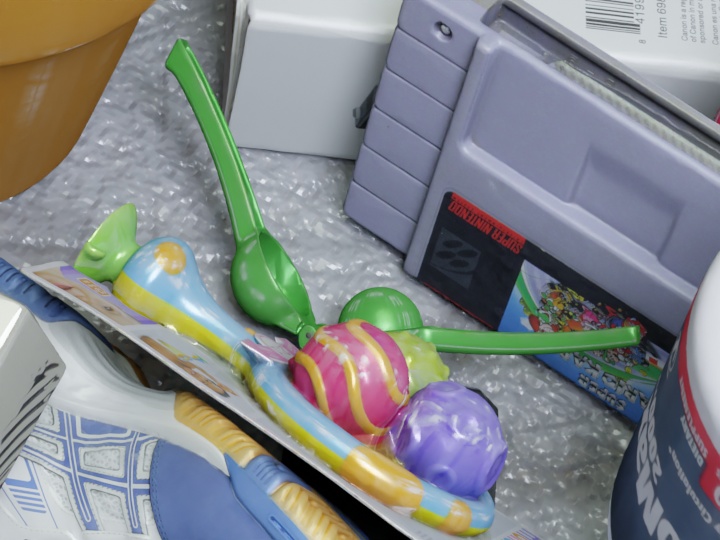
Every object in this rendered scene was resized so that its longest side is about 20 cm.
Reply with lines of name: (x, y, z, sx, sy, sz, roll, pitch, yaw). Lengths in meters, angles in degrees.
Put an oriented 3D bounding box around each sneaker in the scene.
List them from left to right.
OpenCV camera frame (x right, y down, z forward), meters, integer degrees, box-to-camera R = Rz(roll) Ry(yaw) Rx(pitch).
sneaker: (-0.079, 0.077, 0.909, 0.199, 0.075, 0.088, 31, 80, 31)

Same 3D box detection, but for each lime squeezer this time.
lime squeezer: (0.000, 0.000, 0.993, 0.199, 0.038, 0.071, 32, 82, 14)

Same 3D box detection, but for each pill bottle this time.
pill bottle: (0.142, 0.072, 0.878, 0.119, 0.200, 0.120, 3, 60, -5)

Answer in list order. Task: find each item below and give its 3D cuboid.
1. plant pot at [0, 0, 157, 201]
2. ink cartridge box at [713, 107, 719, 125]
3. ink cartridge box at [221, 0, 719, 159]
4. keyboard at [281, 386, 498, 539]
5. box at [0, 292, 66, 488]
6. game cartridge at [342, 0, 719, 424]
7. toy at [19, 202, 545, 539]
plant pot: (-0.148, -0.122, 0.970, 0.199, 0.184, 0.201, 6, 54, -8)
ink cartridge box: (0.206, -0.060, 1.020, 0.084, 0.145, 0.200, 40, 58, 15)
ink cartridge box: (0.048, -0.116, 1.066, 0.198, 0.084, 0.145, 7, 55, -8)
keyboard: (-0.020, 0.116, 0.933, 0.126, 0.021, 0.201, 10, 54, -5)
box: (-0.173, 0.090, 0.847, 0.082, 0.068, 0.201, 26, 77, 12)
game cartridge: (0.089, -0.010, 0.972, 0.199, 0.130, 0.038, 33, 48, 13)
toy: (-0.004, 0.037, 0.910, 0.199, 0.115, 0.047, 31, 99, 12)
